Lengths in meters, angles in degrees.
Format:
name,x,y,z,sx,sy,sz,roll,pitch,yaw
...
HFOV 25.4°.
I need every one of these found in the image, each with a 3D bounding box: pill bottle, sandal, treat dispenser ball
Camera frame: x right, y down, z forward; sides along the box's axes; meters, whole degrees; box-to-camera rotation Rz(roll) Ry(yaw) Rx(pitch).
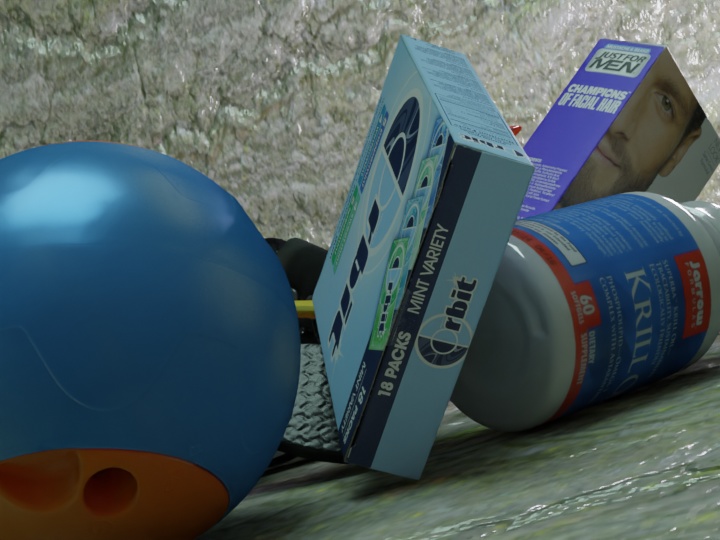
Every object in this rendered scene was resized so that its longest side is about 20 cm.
name,x,y,z,sx,sy,sz,roll,pitch,yaw
pill bottle,0.139,0.015,0.919,0.199,0.113,0.112,-16,2,-40
sandal,-0.065,0.080,0.910,0.198,0.045,0.075,4,45,10
treat dispenser ball,-0.128,0.040,0.756,0.199,0.202,0.201,-14,1,0

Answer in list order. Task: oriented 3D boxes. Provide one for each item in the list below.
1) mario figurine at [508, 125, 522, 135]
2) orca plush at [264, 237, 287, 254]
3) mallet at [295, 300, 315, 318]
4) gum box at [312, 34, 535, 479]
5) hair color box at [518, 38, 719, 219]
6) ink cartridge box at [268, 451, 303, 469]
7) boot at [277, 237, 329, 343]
name,x,y,z,sx,sy,sz,roll,pitch,yaw
mario figurine,0.111,-0.028,1.172,0.105,0.202,0.123,-15,2,-20
orca plush,-0.049,0.015,1.338,0.071,0.106,0.200,-17,-24,9
mallet,-0.018,0.020,0.998,0.199,0.041,0.066,-2,24,-22
gum box,0.026,-0.015,0.843,0.044,0.171,0.200,15,19,-12
hair color box,0.153,-0.043,1.062,0.065,0.109,0.201,14,63,47
ink cartridge box,-0.091,0.094,0.998,0.199,0.068,0.116,-14,1,-21
boot,0.000,0.001,1.174,0.065,0.166,0.200,3,7,-26
